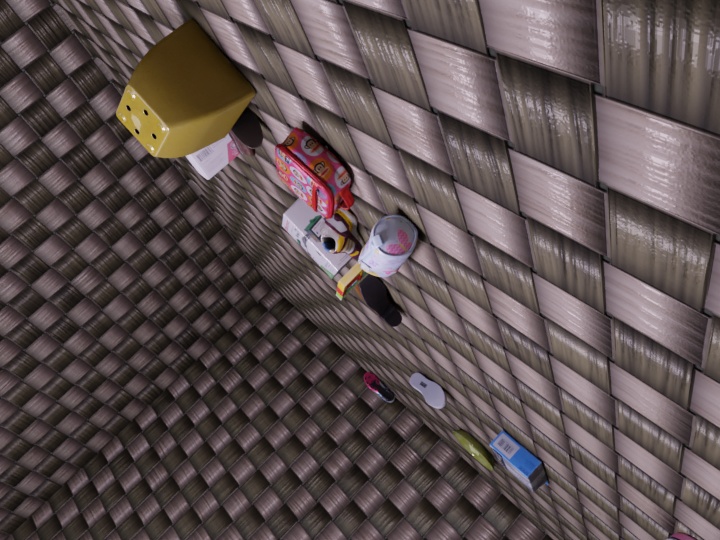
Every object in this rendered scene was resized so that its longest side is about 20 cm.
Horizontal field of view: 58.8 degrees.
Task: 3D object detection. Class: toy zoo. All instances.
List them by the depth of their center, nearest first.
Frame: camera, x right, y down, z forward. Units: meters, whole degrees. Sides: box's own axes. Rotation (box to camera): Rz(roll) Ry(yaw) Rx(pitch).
[{"bbox_3d":[0.000,0.000,1.442,0.020,0.131,0.200,45,169,6],"label":"toy zoo"}]

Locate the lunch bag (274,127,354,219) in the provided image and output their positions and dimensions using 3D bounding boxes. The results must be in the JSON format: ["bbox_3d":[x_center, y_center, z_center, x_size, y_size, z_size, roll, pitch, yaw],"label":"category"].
[{"bbox_3d":[-0.085,-0.183,1.279,0.176,0.082,0.200,41,169,5],"label":"lunch bag"}]

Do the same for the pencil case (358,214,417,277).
[{"bbox_3d":[0.049,-0.044,1.229,0.200,0.090,0.084,125,141,-76],"label":"pencil case"}]

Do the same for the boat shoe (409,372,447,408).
[{"bbox_3d":[0.235,0.404,2.129,0.057,0.069,0.200,44,177,-31],"label":"boat shoe"}]

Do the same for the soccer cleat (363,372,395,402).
[{"bbox_3d":[0.093,0.595,3.215,0.200,0.070,0.086,41,167,22],"label":"soccer cleat"}]

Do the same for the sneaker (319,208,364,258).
[{"bbox_3d":[-0.049,-0.070,1.479,0.075,0.090,0.200,40,166,26],"label":"sneaker"}]

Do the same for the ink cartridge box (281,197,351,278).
[{"bbox_3d":[-0.107,-0.086,1.642,0.200,0.084,0.146,46,168,1],"label":"ink cartridge box"}]

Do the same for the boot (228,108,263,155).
[{"bbox_3d":[-0.274,-0.314,1.522,0.187,0.064,0.200,56,169,19],"label":"boot"}]

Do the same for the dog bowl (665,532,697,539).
[{"bbox_3d":[0.662,0.595,1.234,0.200,0.074,0.200,45,168,12],"label":"dog bowl"}]

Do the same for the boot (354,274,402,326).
[{"bbox_3d":[0.022,0.050,1.759,0.188,0.069,0.200,45,178,-31],"label":"boot"}]

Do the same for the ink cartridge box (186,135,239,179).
[{"bbox_3d":[-0.402,-0.358,1.625,0.083,0.146,0.200,34,162,50],"label":"ink cartridge box"}]

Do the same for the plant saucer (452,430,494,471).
[{"bbox_3d":[0.425,0.658,2.367,0.200,0.031,0.200,45,167,13],"label":"plant saucer"}]

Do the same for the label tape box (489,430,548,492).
[{"bbox_3d":[0.461,0.564,1.853,0.143,0.066,0.200,37,163,38],"label":"label tape box"}]

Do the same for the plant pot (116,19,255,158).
[{"bbox_3d":[-0.375,-0.343,1.303,0.196,0.200,0.194,47,143,-8],"label":"plant pot"}]
